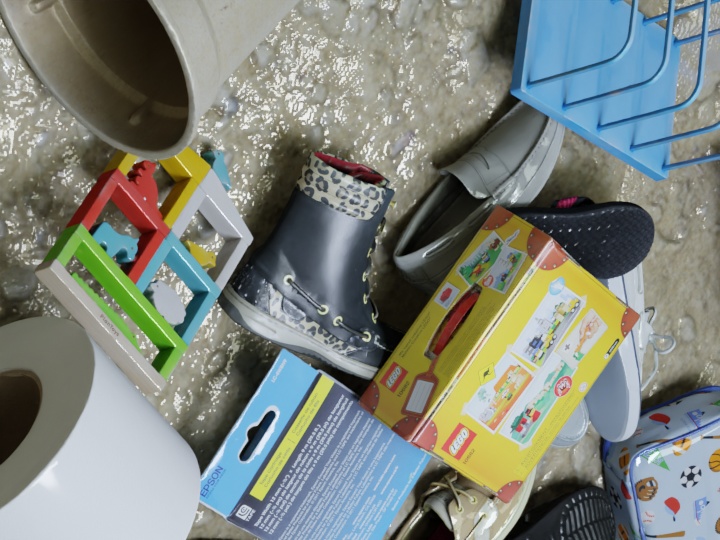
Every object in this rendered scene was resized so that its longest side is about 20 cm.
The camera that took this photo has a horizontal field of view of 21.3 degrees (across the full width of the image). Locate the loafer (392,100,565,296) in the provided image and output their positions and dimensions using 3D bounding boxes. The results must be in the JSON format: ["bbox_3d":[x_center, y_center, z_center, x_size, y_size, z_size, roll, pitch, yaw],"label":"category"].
[{"bbox_3d":[0.101,-0.070,1.619,0.200,0.070,0.070,-55,136,-6],"label":"loafer"}]

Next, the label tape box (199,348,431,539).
[{"bbox_3d":[-0.049,0.159,1.597,0.200,0.066,0.143,36,84,-36],"label":"label tape box"}]

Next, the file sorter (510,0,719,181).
[{"bbox_3d":[0.243,-0.186,1.617,0.200,0.123,0.139,25,64,-38],"label":"file sorter"}]

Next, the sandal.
[{"bbox_3d":[0.176,-0.035,1.654,0.200,0.045,0.075,2,119,-36],"label":"sandal"}]

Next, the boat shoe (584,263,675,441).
[{"bbox_3d":[0.247,0.055,1.772,0.086,0.075,0.202,-19,106,-32],"label":"boat shoe"}]

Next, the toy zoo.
[{"bbox_3d":[-0.151,-0.023,1.434,0.131,0.020,0.200,51,45,-26],"label":"toy zoo"}]

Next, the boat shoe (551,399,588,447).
[{"bbox_3d":[0.158,0.102,1.719,0.070,0.071,0.201,-49,127,-11],"label":"boat shoe"}]

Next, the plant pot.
[{"bbox_3d":[-0.126,-0.211,1.347,0.183,0.200,0.201,-42,126,-30],"label":"plant pot"}]

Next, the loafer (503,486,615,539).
[{"bbox_3d":[0.164,0.250,1.784,0.200,0.071,0.073,-16,97,-46],"label":"loafer"}]

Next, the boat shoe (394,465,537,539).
[{"bbox_3d":[0.084,0.222,1.707,0.066,0.074,0.200,38,83,-43],"label":"boat shoe"}]

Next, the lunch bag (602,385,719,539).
[{"bbox_3d":[0.324,0.219,1.862,0.160,0.076,0.200,-22,119,-15],"label":"lunch bag"}]

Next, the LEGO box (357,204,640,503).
[{"bbox_3d":[0.117,0.072,1.584,0.149,0.077,0.200,37,89,-43],"label":"LEGO box"}]

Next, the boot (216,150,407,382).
[{"bbox_3d":[0.000,0.000,1.556,0.203,0.073,0.154,21,104,-35],"label":"boot"}]

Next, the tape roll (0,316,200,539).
[{"bbox_3d":[-0.234,0.153,1.376,0.203,0.203,0.139,-47,126,-13],"label":"tape roll"}]
